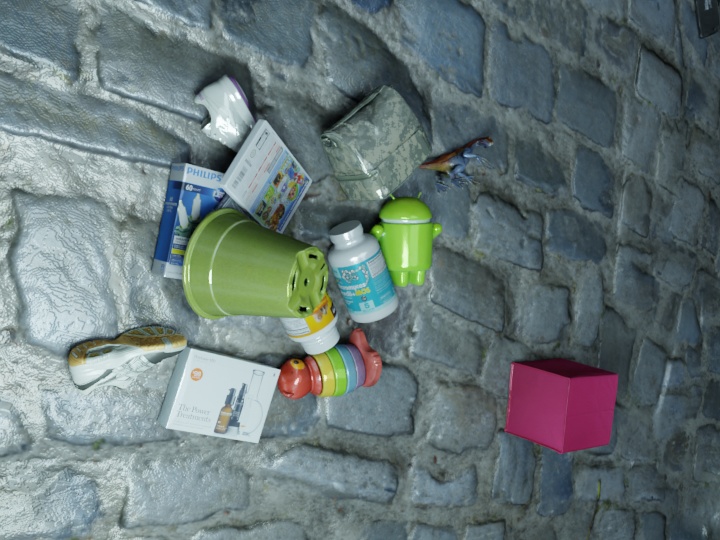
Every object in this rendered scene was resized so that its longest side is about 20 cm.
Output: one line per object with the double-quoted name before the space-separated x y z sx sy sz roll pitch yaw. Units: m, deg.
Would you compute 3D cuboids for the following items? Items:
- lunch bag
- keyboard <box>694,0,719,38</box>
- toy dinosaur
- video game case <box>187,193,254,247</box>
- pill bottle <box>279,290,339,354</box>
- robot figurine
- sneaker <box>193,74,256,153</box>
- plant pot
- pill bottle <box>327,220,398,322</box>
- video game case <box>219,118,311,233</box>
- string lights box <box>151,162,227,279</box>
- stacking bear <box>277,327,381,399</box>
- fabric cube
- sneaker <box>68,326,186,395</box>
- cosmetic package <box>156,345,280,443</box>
"lunch bag" 0.028 -0.259 1.419 0.200 0.139 0.168 -43 120 -24
"keyboard" 1.079 -0.835 2.186 0.104 0.040 0.200 -21 112 -8
"toy dinosaur" 0.233 -0.262 1.608 0.200 0.105 0.182 35 55 -22
"video game case" -0.226 -0.068 1.276 0.200 0.019 0.143 -59 146 -31
"pill bottle" -0.114 0.064 1.380 0.109 0.109 0.200 -37 117 -27
"robot figurine" 0.097 -0.068 1.512 0.175 0.116 0.200 -5 99 -28
"sneaker" -0.232 -0.252 1.285 0.100 0.075 0.200 -28 118 -4
"plant pot" -0.163 0.004 1.199 0.200 0.190 0.200 -32 127 -55
"pill bottle" 0.000 0.000 1.455 0.111 0.111 0.200 -33 114 -28
"video game case" -0.169 -0.162 1.292 0.143 0.018 0.200 -62 149 -15
"string lights box" -0.298 -0.083 1.253 0.103 0.059 0.200 10 91 -40
"stacking bear" -0.075 0.208 1.435 0.200 0.121 0.114 -10 130 -25
"fabric cube" 0.525 0.349 1.840 0.199 0.196 0.200 1 97 -37
"sneaker" -0.401 0.157 1.217 0.200 0.076 0.088 -10 118 -32
"cosmetic package" -0.265 0.236 1.332 0.200 0.052 0.151 20 82 -37
